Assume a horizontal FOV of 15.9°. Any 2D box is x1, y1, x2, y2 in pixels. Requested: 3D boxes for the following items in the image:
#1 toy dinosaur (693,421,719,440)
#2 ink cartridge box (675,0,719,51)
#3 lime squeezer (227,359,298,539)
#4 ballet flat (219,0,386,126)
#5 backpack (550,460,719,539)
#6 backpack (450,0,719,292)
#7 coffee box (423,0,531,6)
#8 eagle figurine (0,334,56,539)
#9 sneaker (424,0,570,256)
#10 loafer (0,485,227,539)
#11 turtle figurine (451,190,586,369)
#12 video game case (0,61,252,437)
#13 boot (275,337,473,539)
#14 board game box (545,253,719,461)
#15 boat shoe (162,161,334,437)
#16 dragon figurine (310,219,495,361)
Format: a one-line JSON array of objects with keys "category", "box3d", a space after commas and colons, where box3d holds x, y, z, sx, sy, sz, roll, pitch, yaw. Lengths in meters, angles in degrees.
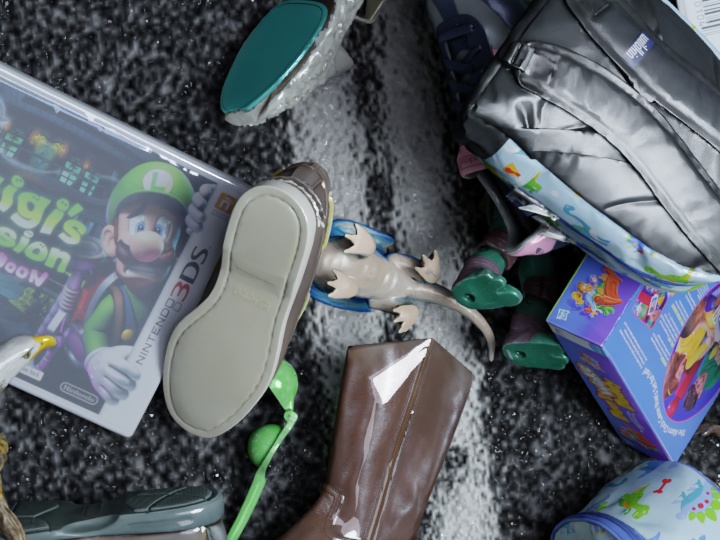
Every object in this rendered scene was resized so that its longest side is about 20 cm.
[{"category": "toy dinosaur", "box3d": [0.322, 0.138, 1.805, 0.200, 0.086, 0.136, -37, 111, -33]}, {"category": "ink cartridge box", "box3d": [0.249, -0.126, 1.726, 0.043, 0.200, 0.199, -13, 91, 11]}, {"category": "lime squeezer", "box3d": [-0.074, 0.099, 1.688, 0.070, 0.038, 0.201, -4, 90, -19]}, {"category": "ballet flat", "box3d": [-0.018, -0.170, 1.706, 0.072, 0.072, 0.200, 32, 78, -15]}, {"category": "backpack", "box3d": [0.207, 0.235, 1.704, 0.147, 0.183, 0.200, -31, 93, -19]}, {"category": "backpack", "box3d": [0.167, -0.076, 1.559, 0.200, 0.154, 0.163, 33, 68, 2]}, {"category": "coffee box", "box3d": [0.127, -0.172, 1.712, 0.200, 0.123, 0.044, 30, 116, -6]}, {"category": "eagle figurine", "box3d": [-0.257, 0.057, 1.555, 0.151, 0.151, 0.200, -47, 132, -34]}, {"category": "sneaker", "box3d": [0.085, -0.103, 1.617, 0.082, 0.070, 0.200, -34, 96, -36]}, {"category": "loafer", "box3d": [-0.180, 0.177, 1.603, 0.199, 0.072, 0.063, -7, 101, 10]}, {"category": "turtle figurine", "box3d": [0.127, -0.041, 1.725, 0.150, 0.101, 0.200, 35, 56, -19]}, {"category": "video game case", "box3d": [-0.193, -0.014, 1.632, 0.200, 0.023, 0.182, 26, 97, -16]}, {"category": "boot", "box3d": [-0.025, 0.127, 1.668, 0.186, 0.064, 0.201, 12, 98, -35]}, {"category": "board game box", "box3d": [0.201, 0.029, 1.716, 0.135, 0.045, 0.200, -57, 149, -13]}, {"category": "boat shoe", "box3d": [-0.068, 0.019, 1.628, 0.072, 0.200, 0.060, 29, 33, 10]}, {"category": "dragon figurine", "box3d": [0.000, 0.000, 1.701, 0.200, 0.099, 0.059, 19, 91, -30]}]
